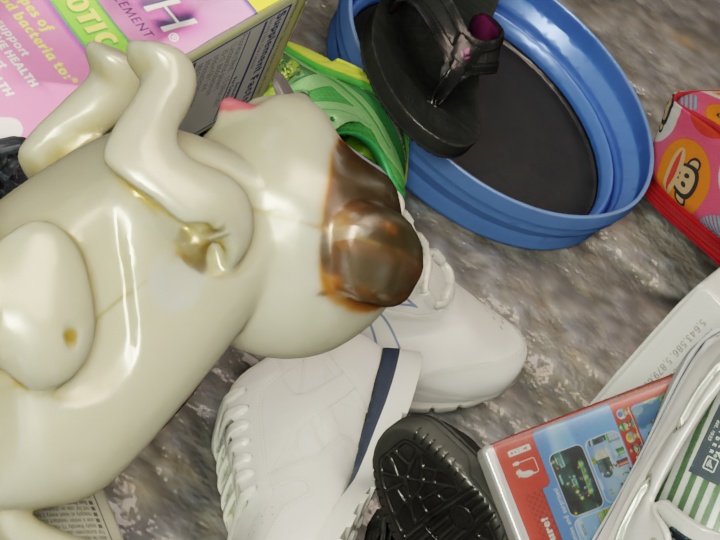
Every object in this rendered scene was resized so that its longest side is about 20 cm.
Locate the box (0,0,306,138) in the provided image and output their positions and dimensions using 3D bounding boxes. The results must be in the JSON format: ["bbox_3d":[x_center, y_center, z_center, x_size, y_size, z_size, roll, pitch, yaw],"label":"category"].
[{"bbox_3d":[-0.158,-0.125,1.315,0.200,0.097,0.176,-32,74,-30],"label":"box"}]

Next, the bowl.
[{"bbox_3d":[0.069,-0.094,1.587,0.200,0.039,0.201,24,39,-21],"label":"bowl"}]

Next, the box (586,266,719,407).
[{"bbox_3d":[0.191,0.078,1.384,0.131,0.200,0.199,45,36,9],"label":"box"}]

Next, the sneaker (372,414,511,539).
[{"bbox_3d":[0.096,0.131,1.265,0.200,0.060,0.104,50,41,6],"label":"sneaker"}]

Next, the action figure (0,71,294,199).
[{"bbox_3d":[-0.096,-0.006,1.232,0.105,0.193,0.200,65,12,16],"label":"action figure"}]

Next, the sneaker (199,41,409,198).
[{"bbox_3d":[-0.054,-0.077,1.431,0.199,0.074,0.084,16,39,-30],"label":"sneaker"}]

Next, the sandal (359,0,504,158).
[{"bbox_3d":[0.044,-0.132,1.519,0.075,0.048,0.201,34,33,-17],"label":"sandal"}]

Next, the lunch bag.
[{"bbox_3d":[0.257,-0.048,1.652,0.199,0.082,0.176,2,30,-40],"label":"lunch bag"}]

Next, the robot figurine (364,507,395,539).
[{"bbox_3d":[0.045,0.184,1.264,0.145,0.058,0.200,35,37,-8],"label":"robot figurine"}]

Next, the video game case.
[{"bbox_3d":[0.165,0.107,1.220,0.199,0.017,0.144,-20,82,-12],"label":"video game case"}]

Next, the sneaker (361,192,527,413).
[{"bbox_3d":[0.000,0.000,1.390,0.199,0.087,0.075,28,36,-19],"label":"sneaker"}]

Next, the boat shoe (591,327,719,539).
[{"bbox_3d":[0.128,0.112,1.169,0.073,0.067,0.201,17,77,-4],"label":"boat shoe"}]

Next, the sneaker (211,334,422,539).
[{"bbox_3d":[-0.033,0.094,1.289,0.080,0.077,0.200,24,34,-2],"label":"sneaker"}]

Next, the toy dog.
[{"bbox_3d":[-0.074,0.002,1.108,0.199,0.139,0.195,-22,89,-24],"label":"toy dog"}]

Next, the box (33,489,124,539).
[{"bbox_3d":[-0.148,0.120,1.141,0.095,0.078,0.201,4,50,-39],"label":"box"}]
